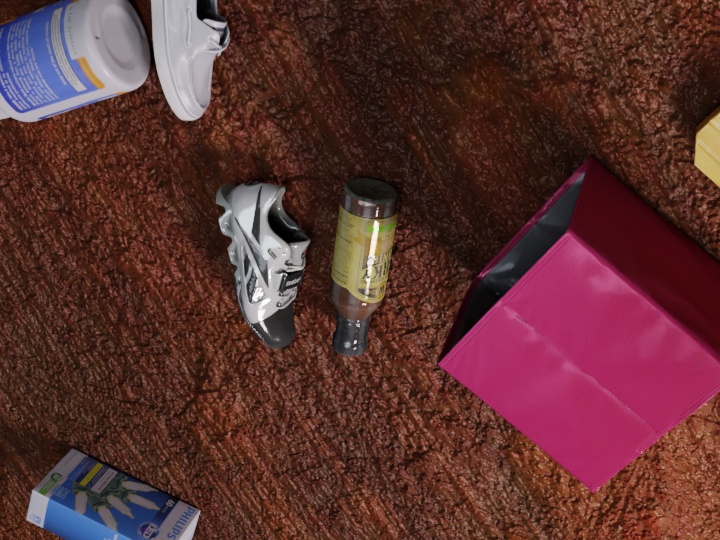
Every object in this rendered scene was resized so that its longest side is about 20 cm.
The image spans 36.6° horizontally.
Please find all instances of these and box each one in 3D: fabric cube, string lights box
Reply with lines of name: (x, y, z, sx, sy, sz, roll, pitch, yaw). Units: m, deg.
fabric cube: (0.225, 0.049, 1.062, 0.199, 0.196, 0.200, 39, 120, -4)
string lights box: (-0.327, 0.326, 1.448, 0.199, 0.103, 0.059, 24, 120, 7)

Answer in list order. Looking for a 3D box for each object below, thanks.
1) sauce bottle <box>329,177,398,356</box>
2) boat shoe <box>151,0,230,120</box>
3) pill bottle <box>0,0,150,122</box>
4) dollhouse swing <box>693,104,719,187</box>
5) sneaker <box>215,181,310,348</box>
sauce bottle: (0.000, 0.000, 1.196, 0.064, 0.065, 0.201, 14, 121, 13)
boat shoe: (-0.171, -0.255, 1.134, 0.068, 0.072, 0.201, 4, 107, 18)
pill bottle: (-0.338, -0.225, 1.178, 0.199, 0.112, 0.113, -11, 111, 24)
dollhouse swing: (0.417, -0.076, 0.956, 0.175, 0.182, 0.200, 31, 124, -21)
sneaker: (-0.094, -0.004, 1.220, 0.088, 0.074, 0.201, -5, 113, 24)
